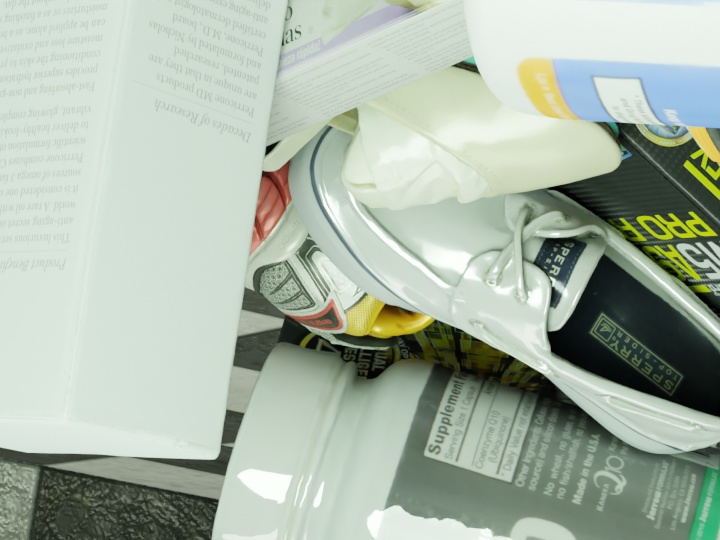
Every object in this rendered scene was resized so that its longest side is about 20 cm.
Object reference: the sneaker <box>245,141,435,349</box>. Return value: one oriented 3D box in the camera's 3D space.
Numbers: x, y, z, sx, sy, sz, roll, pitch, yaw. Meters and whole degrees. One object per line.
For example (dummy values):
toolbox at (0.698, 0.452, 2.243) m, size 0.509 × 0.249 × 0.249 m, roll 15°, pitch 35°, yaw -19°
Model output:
sneaker at (0.000, 0.000, 1.186) m, size 0.082 × 0.078 × 0.200 m, roll 38°, pitch -170°, yaw 11°

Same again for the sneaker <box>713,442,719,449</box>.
sneaker at (0.170, 0.033, 1.396) m, size 0.074 × 0.081 × 0.201 m, roll 13°, pitch 135°, yaw 0°

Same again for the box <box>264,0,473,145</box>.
box at (0.016, -0.088, 0.941) m, size 0.199 × 0.039 × 0.041 m, roll -22°, pitch 151°, yaw 40°

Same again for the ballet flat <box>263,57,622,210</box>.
ballet flat at (-0.005, -0.057, 1.035) m, size 0.199 × 0.070 × 0.069 m, roll 24°, pitch 176°, yaw 22°

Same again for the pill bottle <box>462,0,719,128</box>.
pill bottle at (0.134, -0.091, 0.760) m, size 0.199 × 0.113 × 0.112 m, roll 5°, pitch 169°, yaw 21°

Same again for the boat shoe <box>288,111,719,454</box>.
boat shoe at (0.068, -0.001, 1.080) m, size 0.199 × 0.074 × 0.065 m, roll 29°, pitch 165°, yaw -14°

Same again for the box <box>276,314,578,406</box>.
box at (0.048, 0.024, 1.299) m, size 0.160 × 0.200 × 0.049 m, roll 9°, pitch 125°, yaw 5°

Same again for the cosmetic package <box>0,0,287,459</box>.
cosmetic package at (-0.087, -0.044, 0.948) m, size 0.101 × 0.201 × 0.071 m, roll -1°, pitch 166°, yaw 45°

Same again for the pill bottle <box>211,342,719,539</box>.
pill bottle at (0.049, 0.101, 1.155) m, size 0.199 × 0.114 × 0.113 m, roll 16°, pitch 171°, yaw 6°

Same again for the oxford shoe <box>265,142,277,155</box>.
oxford shoe at (-0.051, -0.048, 1.241) m, size 0.070 × 0.075 × 0.200 m, roll 14°, pitch 170°, yaw 7°

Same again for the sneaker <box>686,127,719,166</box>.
sneaker at (0.170, -0.034, 0.969) m, size 0.077 × 0.078 × 0.200 m, roll 28°, pitch 156°, yaw 50°

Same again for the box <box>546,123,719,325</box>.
box at (0.108, -0.022, 1.126) m, size 0.160 × 0.044 × 0.200 m, roll 42°, pitch 163°, yaw -18°
